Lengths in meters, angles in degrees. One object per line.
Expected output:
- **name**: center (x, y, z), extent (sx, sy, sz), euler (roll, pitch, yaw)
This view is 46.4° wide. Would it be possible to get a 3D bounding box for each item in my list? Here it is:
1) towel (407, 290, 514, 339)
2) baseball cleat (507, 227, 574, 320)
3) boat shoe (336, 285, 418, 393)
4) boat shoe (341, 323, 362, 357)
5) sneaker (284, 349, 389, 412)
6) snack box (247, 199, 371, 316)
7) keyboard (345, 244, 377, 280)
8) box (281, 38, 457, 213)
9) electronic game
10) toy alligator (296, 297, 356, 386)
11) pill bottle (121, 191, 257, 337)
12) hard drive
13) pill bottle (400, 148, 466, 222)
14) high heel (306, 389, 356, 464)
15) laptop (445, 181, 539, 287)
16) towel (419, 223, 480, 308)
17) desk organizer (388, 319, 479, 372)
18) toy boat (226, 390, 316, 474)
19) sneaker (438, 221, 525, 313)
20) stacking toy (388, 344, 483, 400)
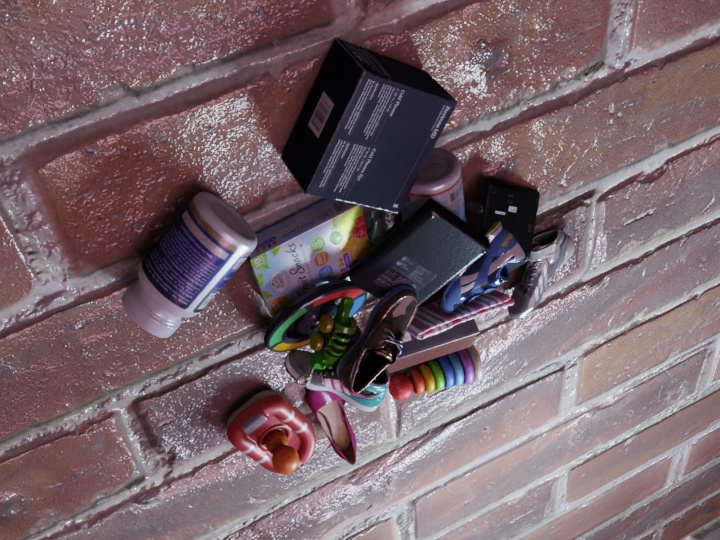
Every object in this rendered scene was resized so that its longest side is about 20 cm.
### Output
- **towel**: center (0.169, 0.078, 1.545), extent (0.196, 0.146, 0.031), euler (-20, 101, -11)
- **baseball cleat**: center (0.343, 0.001, 1.685), extent (0.106, 0.070, 0.202), euler (28, 99, -38)
- **boat shoe**: center (0.039, 0.121, 1.393), extent (0.071, 0.073, 0.202), euler (28, 102, -27)
- **boat shoe**: center (-0.018, 0.182, 1.591), extent (0.072, 0.065, 0.203), euler (-20, 134, -14)
- **sneaker**: center (-0.029, 0.172, 1.492), extent (0.197, 0.085, 0.121), euler (25, 133, -15)
- **snack box**: center (-0.082, -0.028, 1.373), extent (0.197, 0.053, 0.144), euler (-27, 137, -11)
- **keyboard**: center (0.000, 0.000, 1.485), extent (0.198, 0.011, 0.057), euler (-34, 138, -3)
- **box**: center (0.011, -0.206, 1.242), extent (0.179, 0.105, 0.202), euler (9, 121, -37)
- **electronic game**: center (-0.075, 0.080, 1.438), extent (0.197, 0.042, 0.201), euler (-27, 160, -10)
- **toy alligator**: center (-0.054, 0.136, 1.413), extent (0.058, 0.055, 0.202), euler (10, 121, -32)
- **pill bottle**: center (-0.253, -0.005, 1.233), extent (0.200, 0.116, 0.115), euler (-47, 137, 11)
- **hard drive**: center (0.096, -0.018, 1.374), extent (0.138, 0.033, 0.199), euler (30, 127, -29)
- **pill bottle**: center (0.122, -0.093, 1.404), extent (0.107, 0.109, 0.203), euler (-24, 132, -13)
- **high heel**: center (-0.048, 0.297, 1.649), extent (0.067, 0.097, 0.201), euler (-31, 138, -5)
- **laptop**: center (0.234, -0.060, 1.561), extent (0.175, 0.102, 0.205), euler (2, 98, -48)
- **towel**: center (0.144, 0.007, 1.580), extent (0.141, 0.023, 0.203), euler (-9, 131, -26)
- **desk organizer**: center (0.124, 0.132, 1.632), extent (0.196, 0.073, 0.077), euler (-16, 156, -12)
- **toy boat**: center (-0.154, 0.326, 1.578), extent (0.130, 0.131, 0.200), euler (-37, 138, 2)
- **sneaker**: center (0.205, 0.012, 1.444), extent (0.201, 0.082, 0.074), euler (-55, 178, 35)
- **stacking toy**: center (0.150, 0.215, 1.732), extent (0.196, 0.086, 0.087), euler (-16, 134, -14)
